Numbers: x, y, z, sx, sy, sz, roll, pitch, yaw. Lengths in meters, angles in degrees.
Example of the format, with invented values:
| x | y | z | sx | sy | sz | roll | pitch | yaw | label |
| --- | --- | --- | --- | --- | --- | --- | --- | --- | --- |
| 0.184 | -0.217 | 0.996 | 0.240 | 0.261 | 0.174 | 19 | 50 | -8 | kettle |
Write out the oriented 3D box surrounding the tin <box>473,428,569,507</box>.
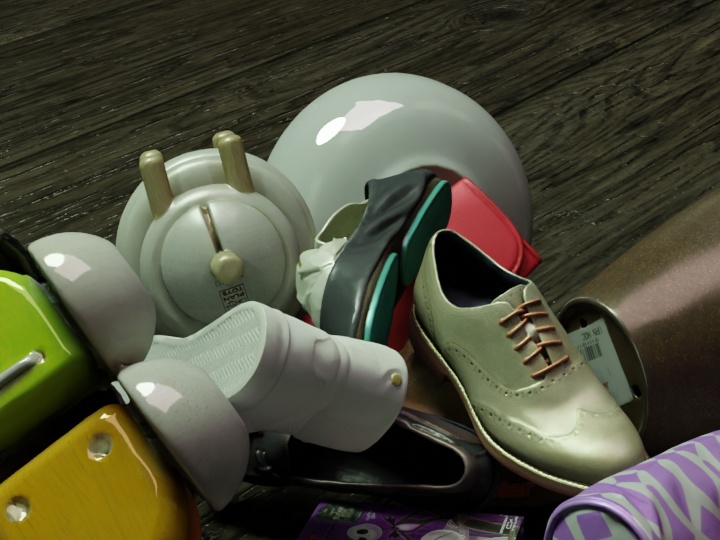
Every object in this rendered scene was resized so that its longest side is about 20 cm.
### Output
| x | y | z | sx | sy | sz | roll | pitch | yaw | label |
| --- | --- | --- | --- | --- | --- | --- | --- | --- | --- |
| 0.088 | 0.092 | 1.284 | 0.111 | 0.042 | 0.200 | -4 | 19 | 6 | tin |

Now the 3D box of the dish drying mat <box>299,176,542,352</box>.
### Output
| x | y | z | sx | sy | sz | roll | pitch | yaw | label |
| --- | --- | --- | --- | --- | --- | --- | --- | --- | --- |
| 0.022 | 0.028 | 1.305 | 0.200 | 0.077 | 0.018 | -41 | -8 | -19 | dish drying mat |

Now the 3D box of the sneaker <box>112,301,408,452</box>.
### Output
| x | y | z | sx | sy | sz | roll | pitch | yaw | label |
| --- | --- | --- | --- | --- | --- | --- | --- | --- | --- |
| -0.056 | 0.075 | 1.126 | 0.115 | 0.074 | 0.199 | 18 | -21 | -30 | sneaker |

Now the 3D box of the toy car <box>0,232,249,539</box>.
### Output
| x | y | z | sx | sy | sz | roll | pitch | yaw | label |
| --- | --- | --- | --- | --- | --- | --- | --- | --- | --- |
| -0.155 | 0.095 | 1.047 | 0.175 | 0.150 | 0.200 | -36 | 70 | -7 | toy car |

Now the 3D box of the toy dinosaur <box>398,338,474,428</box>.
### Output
| x | y | z | sx | sy | sz | roll | pitch | yaw | label |
| --- | --- | --- | --- | --- | --- | --- | --- | --- | --- |
| 0.058 | 0.071 | 1.240 | 0.198 | 0.059 | 0.101 | 16 | 41 | 20 | toy dinosaur |

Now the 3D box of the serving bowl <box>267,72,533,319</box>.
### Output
| x | y | z | sx | sy | sz | roll | pitch | yaw | label |
| --- | --- | --- | --- | --- | --- | --- | --- | --- | --- |
| 0.033 | -0.029 | 1.373 | 0.198 | 0.202 | 0.066 | -9 | 8 | -22 | serving bowl |

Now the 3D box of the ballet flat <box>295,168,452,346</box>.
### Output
| x | y | z | sx | sy | sz | roll | pitch | yaw | label |
| --- | --- | --- | --- | --- | --- | --- | --- | --- | --- |
| 0.000 | 0.000 | 1.230 | 0.072 | 0.074 | 0.200 | 4 | 32 | 16 | ballet flat |

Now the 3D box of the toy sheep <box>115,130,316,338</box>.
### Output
| x | y | z | sx | sy | sz | roll | pitch | yaw | label |
| --- | --- | --- | --- | --- | --- | --- | --- | --- | --- |
| -0.088 | -0.013 | 1.268 | 0.136 | 0.139 | 0.200 | -2 | 6 | -2 | toy sheep |

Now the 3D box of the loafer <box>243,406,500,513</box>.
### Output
| x | y | z | sx | sy | sz | roll | pitch | yaw | label |
| --- | --- | --- | --- | --- | --- | --- | --- | --- | --- |
| -0.020 | 0.093 | 1.175 | 0.198 | 0.073 | 0.063 | 11 | -7 | 12 | loafer |

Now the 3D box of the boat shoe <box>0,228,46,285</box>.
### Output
| x | y | z | sx | sy | sz | roll | pitch | yaw | label |
| --- | --- | --- | --- | --- | --- | --- | --- | --- | --- |
| -0.202 | 0.032 | 1.206 | 0.064 | 0.074 | 0.200 | 5 | -22 | 17 | boat shoe |

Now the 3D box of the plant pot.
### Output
| x | y | z | sx | sy | sz | roll | pitch | yaw | label |
| --- | --- | --- | --- | --- | --- | --- | --- | --- | --- |
| 0.218 | 0.035 | 1.220 | 0.199 | 0.189 | 0.187 | -15 | 23 | -27 | plant pot |

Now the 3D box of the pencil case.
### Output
| x | y | z | sx | sy | sz | roll | pitch | yaw | label |
| --- | --- | --- | --- | --- | --- | --- | --- | --- | --- |
| 0.181 | 0.132 | 1.082 | 0.085 | 0.085 | 0.199 | 11 | 21 | 43 | pencil case |

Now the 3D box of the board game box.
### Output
| x | y | z | sx | sy | sz | roll | pitch | yaw | label |
| --- | --- | --- | --- | --- | --- | --- | --- | --- | --- |
| 0.011 | 0.174 | 1.066 | 0.119 | 0.033 | 0.200 | -1 | 19 | 14 | board game box |

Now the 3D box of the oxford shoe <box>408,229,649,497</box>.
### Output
| x | y | z | sx | sy | sz | roll | pitch | yaw | label |
| --- | --- | --- | --- | --- | --- | --- | --- | --- | --- |
| 0.089 | 0.052 | 1.157 | 0.070 | 0.074 | 0.200 | -25 | 45 | -26 | oxford shoe |
